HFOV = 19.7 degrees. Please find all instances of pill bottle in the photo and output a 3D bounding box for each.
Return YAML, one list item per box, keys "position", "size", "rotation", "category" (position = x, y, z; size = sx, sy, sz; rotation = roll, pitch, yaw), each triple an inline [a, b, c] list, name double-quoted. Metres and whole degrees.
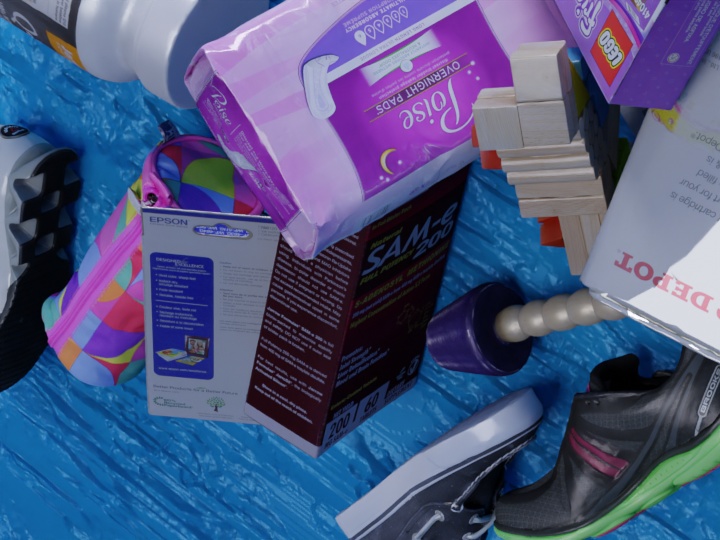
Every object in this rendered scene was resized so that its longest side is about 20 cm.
- position: [-0.160, -0.184, 1.251]
  size: [0.200, 0.116, 0.116]
  rotation: [33, 129, 23]
  category: "pill bottle"

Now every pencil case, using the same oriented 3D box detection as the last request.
- position: [-0.140, -0.006, 1.347]
  size: [0.088, 0.088, 0.200]
  rotation: [47, 133, 10]
  category: "pencil case"

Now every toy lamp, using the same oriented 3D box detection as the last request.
- position: [0.118, 0.024, 1.167]
  size: [0.200, 0.058, 0.058]
  rotation: [-15, 102, 46]
  category: "toy lamp"

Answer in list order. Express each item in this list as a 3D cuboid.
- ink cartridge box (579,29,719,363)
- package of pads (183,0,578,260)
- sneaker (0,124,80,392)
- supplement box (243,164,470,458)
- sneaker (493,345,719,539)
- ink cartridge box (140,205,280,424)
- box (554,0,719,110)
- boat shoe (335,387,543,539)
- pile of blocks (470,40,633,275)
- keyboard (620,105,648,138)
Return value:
- position: [0.214, -0.052, 1.000]
  size: [0.145, 0.087, 0.200]
  rotation: [28, 107, 25]
  category: "ink cartridge box"
- position: [0.021, -0.104, 1.091]
  size: [0.121, 0.200, 0.076]
  rotation: [58, 162, 2]
  category: "package of pads"
- position: [-0.252, -0.012, 1.446]
  size: [0.088, 0.074, 0.200]
  rotation: [27, 116, 26]
  category: "sneaker"
- position: [0.000, 0.000, 1.219]
  size: [0.061, 0.109, 0.200]
  rotation: [30, 128, 24]
  category: "supplement box"
- position: [0.150, 0.095, 1.178]
  size: [0.200, 0.077, 0.084]
  rotation: [-38, 79, 34]
  category: "sneaker"
- position: [-0.083, 0.020, 1.281]
  size: [0.099, 0.039, 0.200]
  rotation: [6, 139, 0]
  category: "ink cartridge box"
- position: [0.128, -0.194, 0.994]
  size: [0.137, 0.039, 0.200]
  rotation: [-63, 35, 39]
  category: "box"
- position: [0.058, 0.137, 1.266]
  size: [0.068, 0.072, 0.200]
  rotation: [54, 136, 6]
  category: "boat shoe"
- position: [0.095, -0.066, 1.059]
  size: [0.062, 0.082, 0.200]
  rotation: [-2, 153, 19]
  category: "pile of blocks"
- position: [0.168, -0.083, 1.112]
  size: [0.056, 0.011, 0.200]
  rotation: [-29, 91, 49]
  category: "keyboard"
